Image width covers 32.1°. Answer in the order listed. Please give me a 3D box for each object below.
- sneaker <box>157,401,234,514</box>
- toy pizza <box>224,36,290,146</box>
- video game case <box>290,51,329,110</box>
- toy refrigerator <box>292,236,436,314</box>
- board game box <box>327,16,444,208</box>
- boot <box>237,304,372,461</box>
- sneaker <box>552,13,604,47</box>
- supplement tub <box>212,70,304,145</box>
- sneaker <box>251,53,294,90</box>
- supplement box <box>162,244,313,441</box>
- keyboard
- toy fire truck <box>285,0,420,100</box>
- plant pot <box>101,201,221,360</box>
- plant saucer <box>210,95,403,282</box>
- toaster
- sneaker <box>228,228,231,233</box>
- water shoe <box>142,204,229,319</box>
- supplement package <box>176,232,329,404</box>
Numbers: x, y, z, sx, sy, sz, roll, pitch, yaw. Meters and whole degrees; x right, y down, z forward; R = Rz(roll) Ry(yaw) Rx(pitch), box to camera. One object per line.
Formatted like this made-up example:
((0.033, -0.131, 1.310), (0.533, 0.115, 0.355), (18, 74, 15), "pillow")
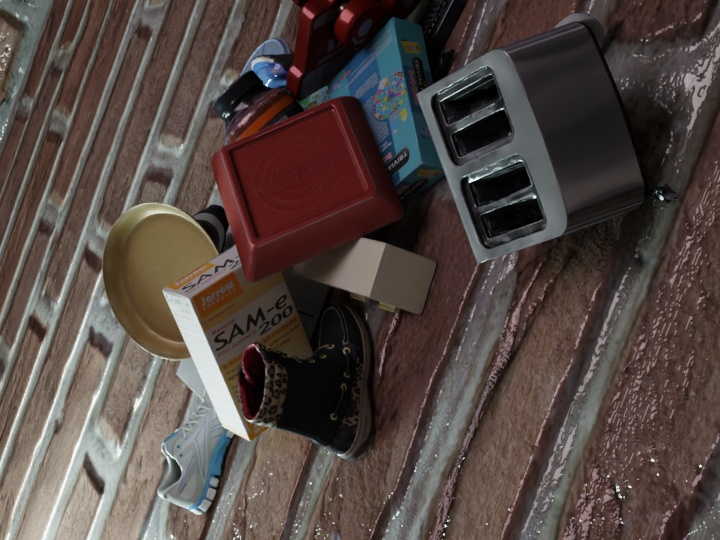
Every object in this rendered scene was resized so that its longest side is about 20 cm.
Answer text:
((-0.225, 0.228, 1.718), (0.075, 0.086, 0.203), (-1, 72, 60), "sneaker")
((-0.146, -0.247, 1.861), (0.200, 0.031, 0.203), (-38, 44, 48), "toy pizza")
((-0.081, -0.241, 1.798), (0.199, 0.022, 0.185), (-9, 67, 57), "video game case")
((0.000, 0.000, 1.475), (0.199, 0.075, 0.071), (14, 86, 60), "toy refrigerator")
((0.031, -0.176, 1.514), (0.151, 0.046, 0.203), (-38, 54, 46), "board game box")
((-0.064, 0.111, 1.444), (0.073, 0.149, 0.203), (-39, 43, 42), "boot")
((0.167, -0.202, 1.308), (0.201, 0.073, 0.116), (-56, 36, 27), "sneaker")
((-0.098, -0.155, 1.591), (0.107, 0.201, 0.107), (-40, 2, 1), "supplement tub")
((-0.114, -0.228, 1.687), (0.200, 0.077, 0.091), (134, 129, -67), "sneaker")
((-0.136, 0.082, 1.502), (0.125, 0.202, 0.073), (-34, 26, -26), "supplement box")
((0.072, -0.252, 1.548), (0.202, 0.020, 0.127), (-63, 31, 18), "keyboard")
((-0.011, -0.318, 1.584), (0.112, 0.199, 0.169), (41, 146, 19), "toy fire truck")
((-0.241, 0.012, 1.576), (0.197, 0.027, 0.204), (8, 107, 29), "plant pot")
((-0.071, -0.108, 1.465), (0.197, 0.037, 0.202), (-23, 54, 2), "plant saucer")
((0.161, -0.115, 1.157), (0.199, 0.118, 0.183), (-19, 92, 58), "toaster")
((-0.216, -0.026, 1.880), (0.199, 0.073, 0.085), (-36, 21, 48), "sneaker")
((-0.218, 0.007, 1.632), (0.201, 0.071, 0.079), (-58, 1, 28), "water shoe")
((-0.138, 0.073, 1.621), (0.121, 0.118, 0.203), (27, 97, 62), "supplement package")
